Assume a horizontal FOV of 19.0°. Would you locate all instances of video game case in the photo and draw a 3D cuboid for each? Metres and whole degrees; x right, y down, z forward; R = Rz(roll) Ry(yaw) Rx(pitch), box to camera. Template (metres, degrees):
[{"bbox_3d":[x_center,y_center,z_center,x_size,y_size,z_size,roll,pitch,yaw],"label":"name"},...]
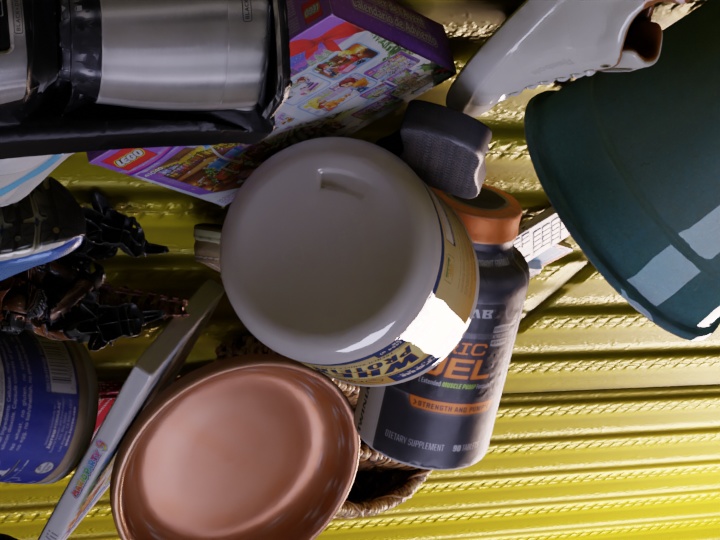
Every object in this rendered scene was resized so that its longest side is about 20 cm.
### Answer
[{"bbox_3d":[-0.174,0.111,1.619,0.201,0.018,0.143,-59,177,32],"label":"video game case"}]

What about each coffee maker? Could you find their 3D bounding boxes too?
[{"bbox_3d":[-0.151,-0.111,1.146,0.198,0.135,0.193,-4,148,-15],"label":"coffee maker"}]

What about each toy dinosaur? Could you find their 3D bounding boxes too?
[{"bbox_3d":[-0.206,0.008,1.494,0.199,0.103,0.135,-18,-178,-42],"label":"toy dinosaur"}]

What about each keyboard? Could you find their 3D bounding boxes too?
[{"bbox_3d":[0.080,0.010,1.662,0.199,0.011,0.056,-31,151,-9],"label":"keyboard"}]

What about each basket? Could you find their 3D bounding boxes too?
[{"bbox_3d":[-0.007,0.129,1.759,0.148,0.144,0.200,-11,162,32],"label":"basket"}]

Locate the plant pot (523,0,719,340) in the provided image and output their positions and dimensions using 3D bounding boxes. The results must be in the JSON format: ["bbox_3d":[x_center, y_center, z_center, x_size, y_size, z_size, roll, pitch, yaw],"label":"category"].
[{"bbox_3d":[0.245,-0.090,1.404,0.196,0.201,0.200,-37,150,28],"label":"plant pot"}]

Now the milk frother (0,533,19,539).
[{"bbox_3d":[-0.358,0.191,1.586,0.199,0.182,0.188,9,-176,33],"label":"milk frother"}]

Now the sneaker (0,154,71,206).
[{"bbox_3d":[-0.250,-0.057,1.301,0.199,0.077,0.081,-25,157,27],"label":"sneaker"}]

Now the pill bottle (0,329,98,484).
[{"bbox_3d":[-0.300,0.091,1.550,0.199,0.120,0.119,8,148,-43],"label":"pill bottle"}]

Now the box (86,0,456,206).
[{"bbox_3d":[-0.058,-0.111,1.340,0.199,0.039,0.137,-28,155,28],"label":"box"}]

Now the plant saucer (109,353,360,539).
[{"bbox_3d":[-0.097,0.146,1.621,0.199,0.037,0.201,-12,123,-20],"label":"plant saucer"}]

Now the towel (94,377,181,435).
[{"bbox_3d":[-0.206,0.121,1.808,0.199,0.023,0.145,-2,156,-24],"label":"towel"}]

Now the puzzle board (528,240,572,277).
[{"bbox_3d":[0.054,0.014,1.729,0.199,0.018,0.150,-28,154,30],"label":"puzzle board"}]

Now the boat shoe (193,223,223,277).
[{"bbox_3d":[-0.055,0.012,1.561,0.074,0.067,0.200,10,174,36],"label":"boat shoe"}]

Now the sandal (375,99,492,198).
[{"bbox_3d":[0.055,-0.085,1.410,0.076,0.043,0.200,21,172,-5],"label":"sandal"}]

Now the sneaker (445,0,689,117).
[{"bbox_3d":[0.129,-0.137,1.317,0.200,0.085,0.073,-41,-174,46],"label":"sneaker"}]

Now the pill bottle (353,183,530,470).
[{"bbox_3d":[0.063,0.037,1.582,0.106,0.106,0.201,-1,115,-30],"label":"pill bottle"}]

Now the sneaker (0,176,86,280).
[{"bbox_3d":[-0.267,-0.010,1.384,0.199,0.079,0.089,-12,146,13],"label":"sneaker"}]

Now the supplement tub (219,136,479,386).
[{"bbox_3d":[0.000,0.000,1.419,0.143,0.145,0.200,-19,167,10],"label":"supplement tub"}]
